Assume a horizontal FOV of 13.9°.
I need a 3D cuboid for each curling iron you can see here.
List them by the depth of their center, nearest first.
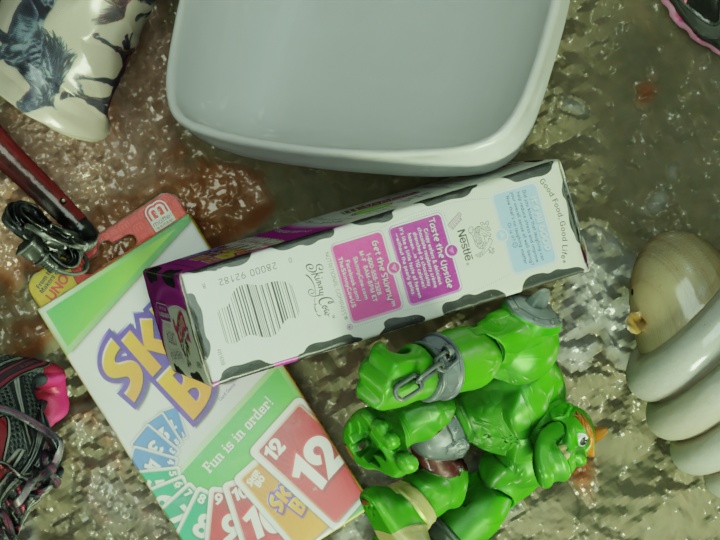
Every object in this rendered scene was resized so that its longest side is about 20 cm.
[{"bbox_3d":[-0.207,-0.077,1.554,0.026,0.050,0.200,-44,79,26],"label":"curling iron"}]

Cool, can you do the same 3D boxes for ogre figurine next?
[{"bbox_3d":[0.054,0.081,1.493,0.120,0.098,0.200,-34,127,-19],"label":"ogre figurine"}]

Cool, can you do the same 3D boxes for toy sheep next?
[{"bbox_3d":[0.213,0.059,1.510,0.138,0.138,0.200,-43,93,-2],"label":"toy sheep"}]

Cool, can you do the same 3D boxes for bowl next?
[{"bbox_3d":[0.014,-0.133,1.509,0.199,0.075,0.201,6,66,20],"label":"bowl"}]

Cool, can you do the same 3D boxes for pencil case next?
[{"bbox_3d":[-0.130,-0.165,1.516,0.078,0.089,0.201,30,106,17],"label":"pencil case"}]

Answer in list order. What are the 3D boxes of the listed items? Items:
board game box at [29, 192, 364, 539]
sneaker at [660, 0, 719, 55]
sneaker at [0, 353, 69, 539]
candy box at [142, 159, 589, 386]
[{"bbox_3d":[-0.086,0.065,1.558,0.095,0.030,0.200,-32,86,-2],"label":"board game box"},{"bbox_3d":[0.177,-0.187,1.539,0.079,0.095,0.200,-40,90,-4],"label":"sneaker"},{"bbox_3d":[-0.183,0.106,1.480,0.074,0.200,0.081,-2,129,-4],"label":"sneaker"},{"bbox_3d":[0.000,0.000,1.490,0.199,0.136,0.061,-18,95,-10],"label":"candy box"}]
